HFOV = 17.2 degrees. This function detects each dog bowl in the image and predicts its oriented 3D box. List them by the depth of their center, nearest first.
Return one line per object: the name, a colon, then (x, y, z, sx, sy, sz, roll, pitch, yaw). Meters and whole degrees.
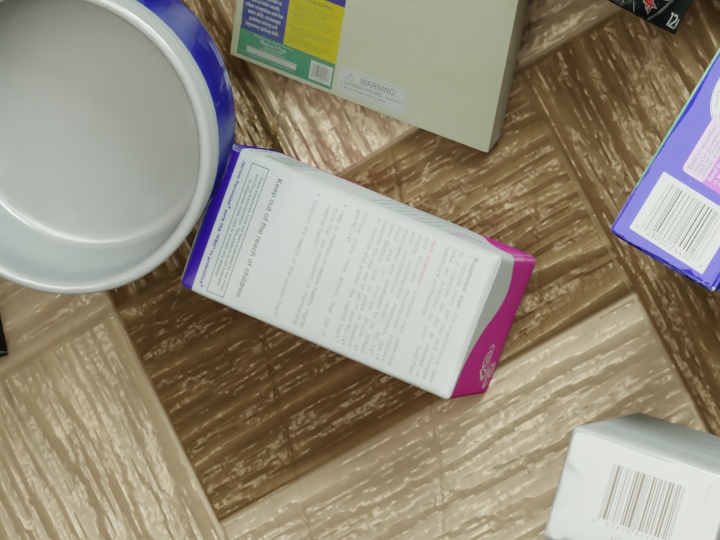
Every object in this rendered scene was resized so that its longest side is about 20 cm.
dog bowl: (-0.181, -0.091, 1.497, 0.198, 0.079, 0.202, 4, 110, 10)

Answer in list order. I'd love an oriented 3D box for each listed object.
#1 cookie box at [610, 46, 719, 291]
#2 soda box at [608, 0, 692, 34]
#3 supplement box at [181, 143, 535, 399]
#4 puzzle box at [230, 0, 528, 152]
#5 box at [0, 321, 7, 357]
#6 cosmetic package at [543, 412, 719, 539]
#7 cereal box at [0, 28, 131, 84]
cookie box: (0.241, -0.073, 1.430, 0.075, 0.200, 0.172, 33, 98, 17)
soda box: (0.126, -0.221, 1.496, 0.200, 0.071, 0.064, 35, 101, 38)
supplement box: (0.000, 0.000, 1.558, 0.199, 0.101, 0.104, 21, 96, 17)
puzzle box: (0.011, -0.172, 1.565, 0.199, 0.025, 0.134, 22, 127, 16)
box: (-0.352, -0.017, 1.701, 0.159, 0.043, 0.202, -16, 84, 17)
cosmetic package: (0.186, 0.137, 1.444, 0.101, 0.200, 0.072, 17, 95, 17)
cereal box: (-0.218, -0.134, 1.609, 0.199, 0.144, 0.040, -17, 82, 16)
